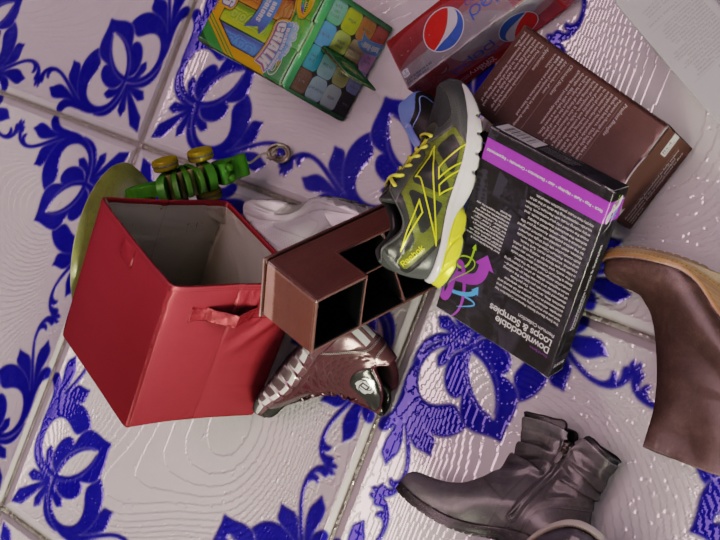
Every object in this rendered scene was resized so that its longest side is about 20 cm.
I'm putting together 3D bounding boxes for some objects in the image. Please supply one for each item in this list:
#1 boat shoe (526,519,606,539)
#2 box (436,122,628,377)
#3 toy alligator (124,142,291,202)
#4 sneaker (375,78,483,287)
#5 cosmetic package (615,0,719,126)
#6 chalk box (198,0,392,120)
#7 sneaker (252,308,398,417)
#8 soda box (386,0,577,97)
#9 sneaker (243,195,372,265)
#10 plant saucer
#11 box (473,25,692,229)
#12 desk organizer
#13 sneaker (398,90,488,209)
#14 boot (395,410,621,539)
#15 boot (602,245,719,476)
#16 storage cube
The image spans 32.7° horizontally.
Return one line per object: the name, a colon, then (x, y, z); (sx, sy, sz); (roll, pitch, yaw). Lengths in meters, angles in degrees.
boat shoe: (0.150, 0.295, 1.080); (0.072, 0.063, 0.200); (36, 128, 2)
box: (0.158, -0.019, 1.161); (0.143, 0.036, 0.201); (33, 121, 30)
toy alligator: (-0.168, -0.109, 1.391); (0.054, 0.198, 0.060); (-137, 33, -67)
sneaker: (0.063, -0.088, 1.171); (0.074, 0.084, 0.202); (165, 113, -77)
cosmetic package: (0.324, -0.185, 1.104); (0.074, 0.101, 0.201); (-41, 57, 20)
chalk box: (-0.059, -0.260, 1.379); (0.199, 0.125, 0.125); (33, 97, 35)
sneaker: (-0.030, 0.126, 1.292); (0.115, 0.076, 0.200); (40, 134, -2)
soda box: (0.128, -0.263, 1.285); (0.199, 0.063, 0.070); (-34, 61, 23)
sneaker: (-0.051, -0.029, 1.351); (0.199, 0.078, 0.100); (0, 84, 44)
plant saucer: (-0.280, -0.025, 1.439); (0.031, 0.200, 0.202); (12, 84, 13)
box: (0.210, -0.141, 1.190); (0.100, 0.075, 0.200); (-53, 53, 12)
desk organizer: (0.000, 0.000, 1.221); (0.077, 0.199, 0.072); (36, 136, 32)
sneaker: (0.116, -0.120, 1.249); (0.078, 0.070, 0.201); (-46, 65, 28)
boot: (0.140, 0.193, 1.160); (0.199, 0.070, 0.133); (18, 87, 25)
boot: (0.278, 0.077, 1.083); (0.199, 0.072, 0.168); (22, 89, 33)
storage cube: (-0.196, 0.043, 1.329); (0.200, 0.170, 0.181); (45, 123, 39)
